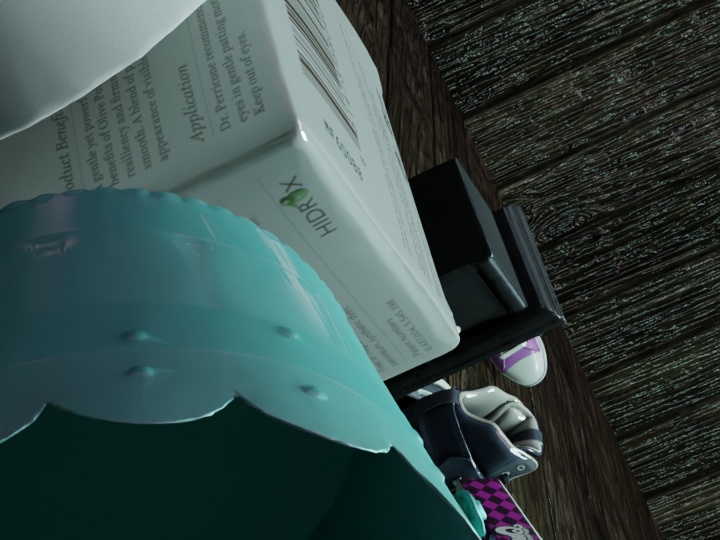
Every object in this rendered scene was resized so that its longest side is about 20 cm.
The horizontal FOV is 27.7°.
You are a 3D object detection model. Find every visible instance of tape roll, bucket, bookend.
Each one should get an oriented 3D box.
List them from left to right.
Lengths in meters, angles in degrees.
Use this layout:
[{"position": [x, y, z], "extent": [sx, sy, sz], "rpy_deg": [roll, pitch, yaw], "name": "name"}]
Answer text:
[{"position": [-0.131, -0.129, 0.547], "extent": [0.071, 0.201, 0.203], "rpy_deg": [59, 13, -32], "name": "tape roll"}, {"position": [-0.069, 0.085, 0.419], "extent": [0.208, 0.206, 0.135], "rpy_deg": [59, 5, -31], "name": "bucket"}, {"position": [0.000, 0.000, 0.897], "extent": [0.199, 0.198, 0.093], "rpy_deg": [48, 20, -59], "name": "bookend"}]

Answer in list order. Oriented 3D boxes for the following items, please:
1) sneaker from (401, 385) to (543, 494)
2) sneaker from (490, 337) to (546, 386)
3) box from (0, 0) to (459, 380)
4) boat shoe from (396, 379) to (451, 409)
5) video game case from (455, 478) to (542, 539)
[{"position": [0.076, 0.172, 1.039], "extent": [0.077, 0.145, 0.204], "rpy_deg": [-98, 162, -60], "name": "sneaker"}, {"position": [0.166, 0.065, 1.882], "extent": [0.202, 0.072, 0.114], "rpy_deg": [57, 14, 8], "name": "sneaker"}, {"position": [-0.079, -0.050, 0.703], "extent": [0.200, 0.170, 0.201], "rpy_deg": [52, 17, -51], "name": "box"}, {"position": [0.028, 0.107, 1.124], "extent": [0.200, 0.074, 0.062], "rpy_deg": [48, 19, -54], "name": "boat shoe"}, {"position": [0.088, 0.248, 0.885], "extent": [0.200, 0.035, 0.184], "rpy_deg": [-125, -142, -72], "name": "video game case"}]
